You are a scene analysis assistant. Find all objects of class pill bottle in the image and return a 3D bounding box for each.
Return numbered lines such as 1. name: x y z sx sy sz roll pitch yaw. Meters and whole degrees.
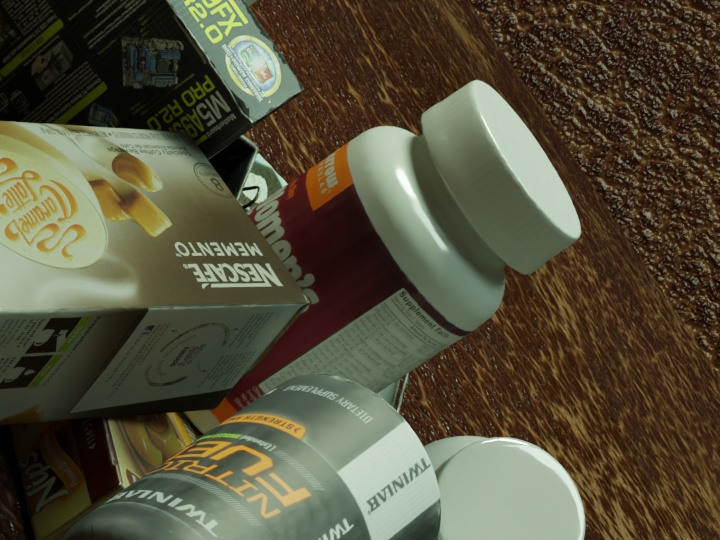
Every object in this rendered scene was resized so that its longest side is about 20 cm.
1. pill bottle: 0.000 0.000 1.188 0.110 0.199 0.110 49 17 -21
2. pill bottle: -0.059 0.128 1.028 0.200 0.106 0.107 -33 90 -49
3. pill bottle: 0.042 0.152 1.240 0.110 0.109 0.200 59 -26 12

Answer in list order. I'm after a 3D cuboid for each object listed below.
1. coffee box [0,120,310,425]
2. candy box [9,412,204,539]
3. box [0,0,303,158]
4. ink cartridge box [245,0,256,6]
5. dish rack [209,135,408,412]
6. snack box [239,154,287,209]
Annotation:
1. coffee box: -0.133 0.001 1.069 0.199 0.080 0.115 0 48 -52
2. candy box: -0.085 0.119 1.172 0.200 0.055 0.116 43 19 -43
3. box: -0.140 -0.106 1.207 0.161 0.200 0.044 55 47 -3
4. ink cartridge box: -0.165 -0.213 1.459 0.201 0.145 0.084 57 13 -2
5. dish rack: -0.045 0.039 1.324 0.200 0.054 0.154 38 58 -30
6. snack box: -0.076 -0.015 1.471 0.200 0.037 0.117 46 40 -41
